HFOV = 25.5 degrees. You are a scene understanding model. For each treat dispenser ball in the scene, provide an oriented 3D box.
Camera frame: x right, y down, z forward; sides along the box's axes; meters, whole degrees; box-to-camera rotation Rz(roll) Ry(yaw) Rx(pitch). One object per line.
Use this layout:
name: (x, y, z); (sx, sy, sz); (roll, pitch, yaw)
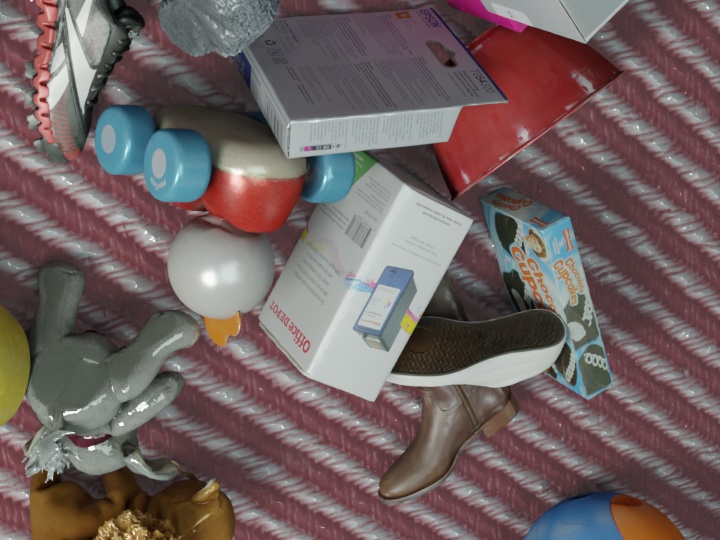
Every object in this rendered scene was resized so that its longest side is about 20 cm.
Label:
treat dispenser ball: (0.263, 0.340, 1.710); (0.200, 0.201, 0.202); (-8, 113, -19)

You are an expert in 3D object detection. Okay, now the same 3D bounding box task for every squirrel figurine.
squirrel figurine: (-0.209, 0.258, 1.480); (0.186, 0.200, 0.142); (-7, 107, -3)

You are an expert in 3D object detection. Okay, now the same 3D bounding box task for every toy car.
toy car: (-0.130, -0.035, 1.402); (0.184, 0.177, 0.201); (-1, 108, -38)

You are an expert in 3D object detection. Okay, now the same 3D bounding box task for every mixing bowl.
mixing bowl: (0.134, -0.166, 1.484); (0.200, 0.200, 0.109); (-37, 90, -5)

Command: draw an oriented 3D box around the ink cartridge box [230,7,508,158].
ink cartridge box: (0.003, -0.170, 1.401); (0.199, 0.197, 0.044); (-5, 125, -18)

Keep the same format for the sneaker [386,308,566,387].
sneaker: (0.101, 0.092, 1.564); (0.199, 0.073, 0.085); (-4, 147, -6)

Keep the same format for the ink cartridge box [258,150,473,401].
ink cartridge box: (0.000, 0.000, 1.499); (0.087, 0.145, 0.201); (25, 98, -29)

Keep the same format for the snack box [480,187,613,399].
snack box: (0.188, 0.022, 1.600); (0.037, 0.116, 0.201); (-28, 118, -18)

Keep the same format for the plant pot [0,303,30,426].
plant pot: (-0.373, 0.081, 1.371); (0.142, 0.200, 0.201); (10, 107, -46)

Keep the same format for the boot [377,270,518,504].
boot: (0.051, 0.115, 1.614); (0.186, 0.064, 0.200); (-39, 120, -13)

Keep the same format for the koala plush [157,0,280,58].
koala plush: (-0.088, -0.297, 1.345); (0.200, 0.184, 0.178); (-42, 121, -16)

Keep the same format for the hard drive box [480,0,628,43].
hard drive box: (0.193, -0.294, 1.304); (0.200, 0.156, 0.077); (-43, 122, -7)

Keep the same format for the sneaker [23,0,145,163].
sneaker: (-0.235, -0.186, 1.362); (0.097, 0.071, 0.202); (5, 109, -1)

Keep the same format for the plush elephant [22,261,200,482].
plush elephant: (-0.238, 0.121, 1.458); (0.164, 0.155, 0.201); (15, 67, 12)

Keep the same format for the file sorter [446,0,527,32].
file sorter: (0.105, -0.339, 1.415); (0.125, 0.139, 0.200); (-42, 120, -6)
